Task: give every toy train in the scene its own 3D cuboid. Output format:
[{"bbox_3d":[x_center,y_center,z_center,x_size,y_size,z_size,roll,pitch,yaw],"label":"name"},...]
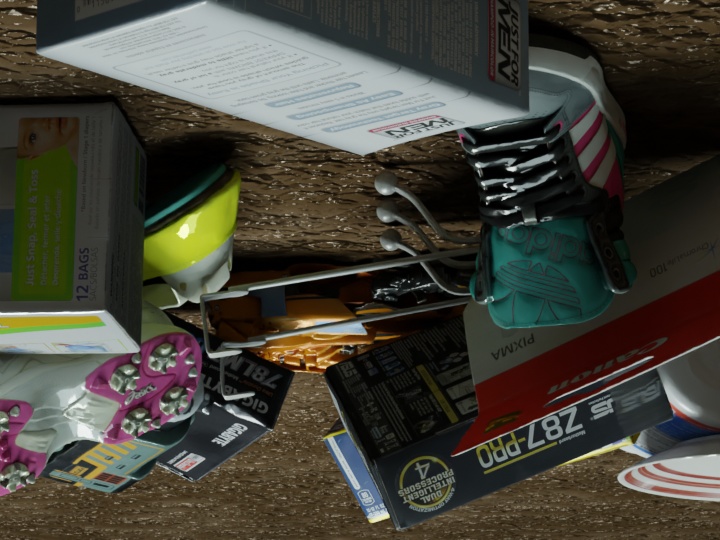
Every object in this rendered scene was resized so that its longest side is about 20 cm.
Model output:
[{"bbox_3d":[-0.161,0.080,1.539,0.114,0.086,0.200,15,159,-18],"label":"toy train"}]

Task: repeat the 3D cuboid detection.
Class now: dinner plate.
[{"bbox_3d":[0.263,0.124,1.644,0.199,0.024,0.200,0,166,0],"label":"dinner plate"}]

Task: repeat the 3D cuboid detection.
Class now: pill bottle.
[{"bbox_3d":[0.213,0.064,1.687,0.112,0.113,0.200,2,168,-10],"label":"pill bottle"}]

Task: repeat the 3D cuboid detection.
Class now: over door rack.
[{"bbox_3d":[0.000,0.000,1.468,0.199,0.067,0.148,-21,167,-3],"label":"over door rack"}]

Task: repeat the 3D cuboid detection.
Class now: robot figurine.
[{"bbox_3d":[0.004,0.034,1.664,0.199,0.058,0.145,0,163,2],"label":"robot figurine"}]

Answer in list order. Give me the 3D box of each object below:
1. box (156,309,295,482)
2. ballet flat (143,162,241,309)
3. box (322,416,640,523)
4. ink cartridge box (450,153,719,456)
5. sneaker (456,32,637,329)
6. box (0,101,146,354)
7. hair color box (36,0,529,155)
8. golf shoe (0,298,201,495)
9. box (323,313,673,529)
[{"bbox_3d":[-0.162,0.062,1.665,0.198,0.050,0.200,28,160,-11],"label":"box"},{"bbox_3d":[-0.108,-0.012,1.438,0.067,0.067,0.200,-42,-166,-30],"label":"ballet flat"},{"bbox_3d":[0.080,0.091,1.607,0.199,0.070,0.064,-20,-164,31],"label":"box"},{"bbox_3d":[0.123,0.013,1.311,0.160,0.047,0.200,-26,-171,21],"label":"ink cartridge box"},{"bbox_3d":[0.082,-0.035,1.237,0.083,0.121,0.200,-5,166,20],"label":"sneaker"},{"bbox_3d":[-0.217,-0.019,1.325,0.199,0.113,0.101,0,167,5],"label":"box"},{"bbox_3d":[-0.028,-0.104,1.074,0.099,0.061,0.200,-11,162,40],"label":"hair color box"},{"bbox_3d":[-0.188,0.065,1.390,0.199,0.092,0.076,-18,134,-25],"label":"golf shoe"},{"bbox_3d":[0.071,0.067,1.433,0.161,0.049,0.200,-24,-166,-4],"label":"box"}]
